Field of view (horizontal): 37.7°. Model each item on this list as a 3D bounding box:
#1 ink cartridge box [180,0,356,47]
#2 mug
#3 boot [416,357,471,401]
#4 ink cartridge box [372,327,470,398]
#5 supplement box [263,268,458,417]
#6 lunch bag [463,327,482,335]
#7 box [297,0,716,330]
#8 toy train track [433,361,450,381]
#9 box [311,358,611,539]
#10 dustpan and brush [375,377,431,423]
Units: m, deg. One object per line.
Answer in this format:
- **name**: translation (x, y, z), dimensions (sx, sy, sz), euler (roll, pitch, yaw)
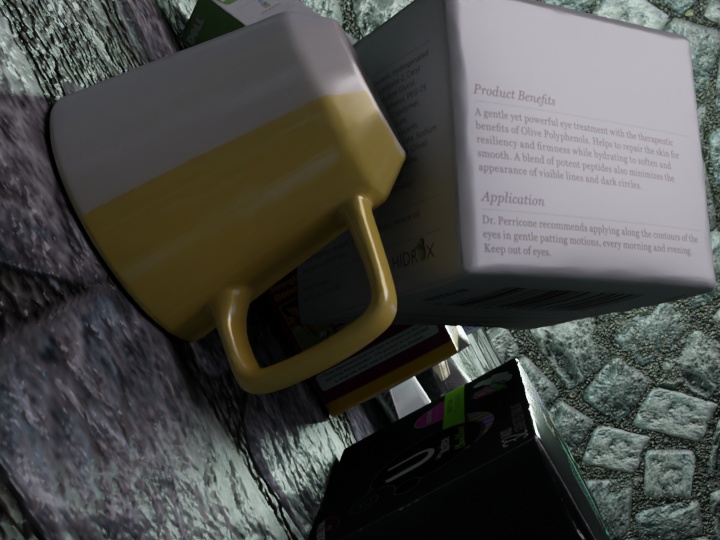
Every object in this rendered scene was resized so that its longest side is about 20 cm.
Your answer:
- **ink cartridge box**: translation (-0.097, -0.224, 0.989), dimensions (0.200, 0.059, 0.104), euler (37, 37, 2)
- **mug**: translation (-0.052, -0.047, 0.576), dimensions (0.187, 0.153, 0.149), euler (61, 7, -9)
- **boot**: translation (0.120, 0.145, 1.097), dimensions (0.131, 0.070, 0.200), euler (18, 28, -20)
- **ink cartridge box**: translation (0.000, 0.000, 0.909), dimensions (0.200, 0.109, 0.050), euler (64, 9, 19)
- **supplement box**: translation (-0.018, -0.007, 0.807), dimensions (0.200, 0.110, 0.086), euler (62, 7, -4)
- **lunch bag**: translation (0.097, 0.021, 1.249), dimensions (0.200, 0.169, 0.127), euler (3, 62, -85)
- **box**: translation (0.083, -0.058, 0.685), dimensions (0.200, 0.199, 0.172), euler (-18, -108, 58)
- **toy train track**: translation (0.079, 0.039, 1.046), dimensions (0.115, 0.032, 0.200), euler (59, 23, 2)
- **box**: translation (0.070, 0.159, 0.663), dimensions (0.125, 0.148, 0.200), euler (60, 8, -4)
- **dustpan and brush**: translation (0.054, 0.158, 0.965), dimensions (0.200, 0.057, 0.140), euler (57, -3, 11)
